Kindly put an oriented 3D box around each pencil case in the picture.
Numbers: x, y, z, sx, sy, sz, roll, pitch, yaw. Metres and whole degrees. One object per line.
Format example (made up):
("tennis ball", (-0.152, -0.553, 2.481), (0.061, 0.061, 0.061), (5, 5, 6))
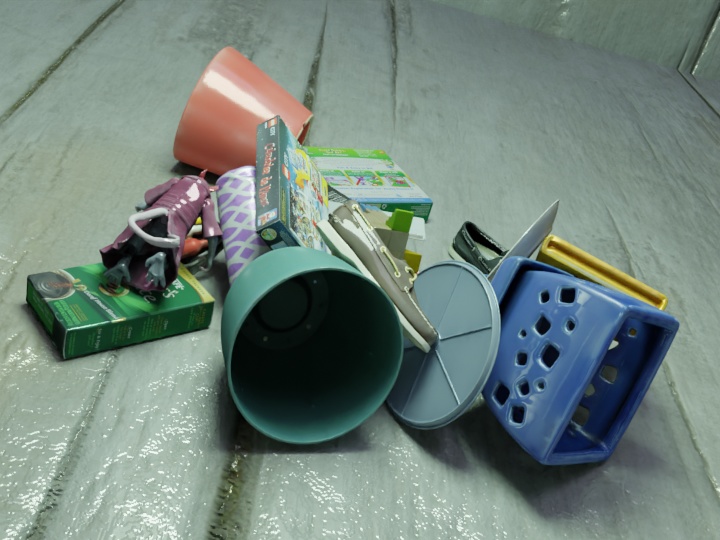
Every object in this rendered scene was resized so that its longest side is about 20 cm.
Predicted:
("pencil case", (-0.136, -0.035, 1.200), (0.085, 0.083, 0.204), (26, 47, -57))

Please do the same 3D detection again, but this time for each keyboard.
("keyboard", (-0.002, -0.077, 1.331), (0.195, 0.011, 0.057), (10, 29, -6))

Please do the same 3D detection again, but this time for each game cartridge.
("game cartridge", (0.315, 0.032, 1.263), (0.174, 0.033, 0.200), (30, -11, 11))

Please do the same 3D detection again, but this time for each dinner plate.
("dinner plate", (0.206, -0.012, 1.238), (0.024, 0.201, 0.200), (40, 34, 8))

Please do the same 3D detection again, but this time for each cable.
("cable", (-0.190, -0.057, 1.260), (0.196, 0.051, 0.098), (-21, 48, -4))

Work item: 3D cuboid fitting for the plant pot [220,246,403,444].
("plant pot", (-0.070, 0.067, 1.046), (0.196, 0.205, 0.161), (4, 18, -22))

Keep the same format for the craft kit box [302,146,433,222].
("craft kit box", (-0.005, -0.150, 1.591), (0.196, 0.049, 0.198), (-1, 37, -30))

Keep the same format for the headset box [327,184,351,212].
("headset box", (-0.073, -0.059, 1.356), (0.198, 0.079, 0.148), (33, 39, 29))

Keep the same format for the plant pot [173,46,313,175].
("plant pot", (-0.182, -0.232, 1.501), (0.175, 0.203, 0.201), (27, 29, 0))

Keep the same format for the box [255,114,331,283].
("box", (-0.087, -0.088, 1.211), (0.037, 0.137, 0.203), (-22, 45, 18))

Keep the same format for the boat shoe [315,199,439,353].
("boat shoe", (0.030, 0.005, 1.084), (0.059, 0.072, 0.201), (-38, 78, -9))

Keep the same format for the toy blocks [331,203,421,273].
("toy blocks", (0.000, 0.000, 1.213), (0.098, 0.204, 0.137), (8, 15, -23))

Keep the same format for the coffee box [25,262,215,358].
("coffee box", (-0.290, 0.036, 1.122), (0.197, 0.045, 0.123), (-10, 39, -39))

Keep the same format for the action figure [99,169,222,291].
("action figure", (-0.237, -0.069, 1.131), (0.132, 0.150, 0.202), (25, 51, 6))

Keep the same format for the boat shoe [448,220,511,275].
("boat shoe", (0.222, -0.012, 1.451), (0.073, 0.067, 0.199), (-8, 38, -37))

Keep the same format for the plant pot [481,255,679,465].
("plant pot", (0.235, 0.098, 1.105), (0.179, 0.203, 0.198), (32, 11, 36))

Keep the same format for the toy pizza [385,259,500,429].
("toy pizza", (0.094, 0.088, 1.095), (0.031, 0.202, 0.201), (21, 21, -37))

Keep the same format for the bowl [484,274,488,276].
("bowl", (0.199, 0.076, 1.319), (0.196, 0.040, 0.202), (13, 30, -8))
